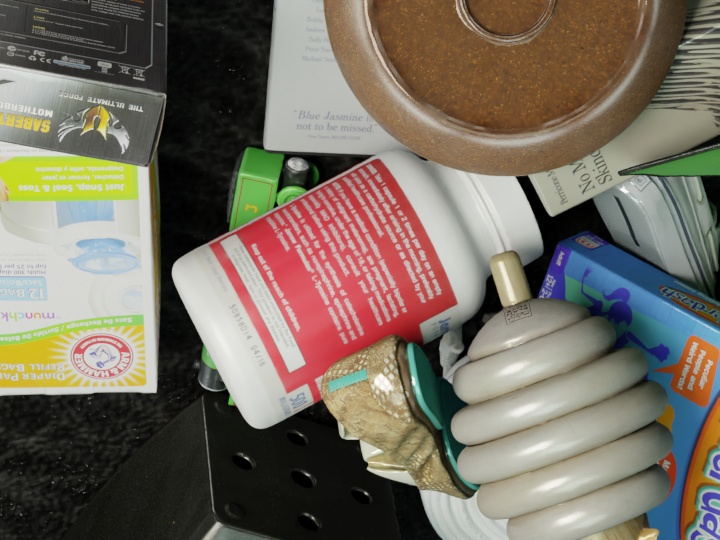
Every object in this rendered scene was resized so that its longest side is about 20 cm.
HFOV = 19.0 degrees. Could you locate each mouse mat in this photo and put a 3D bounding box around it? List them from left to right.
[{"bbox_3d":[0.256,-0.074,1.222,0.160,0.008,0.200,-15,175,35],"label":"mouse mat"}]

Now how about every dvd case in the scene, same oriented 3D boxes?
[{"bbox_3d":[0.021,-0.148,1.240,0.142,0.018,0.201,2,129,-5],"label":"dvd case"}]

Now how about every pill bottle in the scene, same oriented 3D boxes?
[{"bbox_3d":[0.000,0.000,1.258,0.199,0.112,0.113,-28,129,-6],"label":"pill bottle"}]

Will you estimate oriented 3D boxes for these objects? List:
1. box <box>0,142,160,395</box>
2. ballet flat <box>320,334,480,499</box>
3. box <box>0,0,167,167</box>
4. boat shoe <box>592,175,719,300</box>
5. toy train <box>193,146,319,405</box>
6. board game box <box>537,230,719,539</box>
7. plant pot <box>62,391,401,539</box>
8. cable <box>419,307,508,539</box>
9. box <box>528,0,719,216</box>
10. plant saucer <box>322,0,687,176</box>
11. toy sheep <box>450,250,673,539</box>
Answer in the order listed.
[{"bbox_3d":[-0.174,-0.032,1.267,0.112,0.102,0.201,0,130,-4],"label":"box"},{"bbox_3d":[0.024,0.088,1.253,0.065,0.071,0.200,-12,153,12],"label":"ballet flat"},{"bbox_3d":[-0.203,-0.134,1.143,0.199,0.159,0.048,10,126,-13],"label":"box"},{"bbox_3d":[0.198,-0.016,1.330,0.067,0.073,0.200,-47,146,-16],"label":"boat shoe"},{"bbox_3d":[-0.067,0.008,1.351,0.056,0.042,0.201,12,128,-2],"label":"toy train"},{"bbox_3d":[0.184,0.089,1.284,0.200,0.045,0.153,29,115,24],"label":"board game box"},{"bbox_3d":[-0.073,0.200,1.417,0.199,0.200,0.178,19,119,-19],"label":"plant pot"},{"bbox_3d":[0.136,0.124,1.441,0.199,0.069,0.201,6,129,-9],"label":"cable"},{"bbox_3d":[0.175,-0.117,1.225,0.199,0.069,0.082,-28,132,6],"label":"box"},{"bbox_3d":[0.078,-0.149,1.158,0.199,0.034,0.201,0,98,3],"label":"plant saucer"},{"bbox_3d":[0.112,0.085,1.216,0.137,0.138,0.201,-25,88,16],"label":"toy sheep"}]
